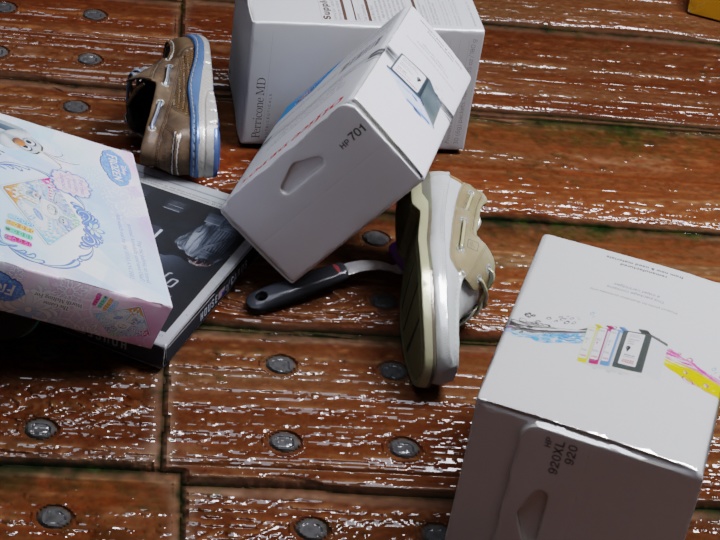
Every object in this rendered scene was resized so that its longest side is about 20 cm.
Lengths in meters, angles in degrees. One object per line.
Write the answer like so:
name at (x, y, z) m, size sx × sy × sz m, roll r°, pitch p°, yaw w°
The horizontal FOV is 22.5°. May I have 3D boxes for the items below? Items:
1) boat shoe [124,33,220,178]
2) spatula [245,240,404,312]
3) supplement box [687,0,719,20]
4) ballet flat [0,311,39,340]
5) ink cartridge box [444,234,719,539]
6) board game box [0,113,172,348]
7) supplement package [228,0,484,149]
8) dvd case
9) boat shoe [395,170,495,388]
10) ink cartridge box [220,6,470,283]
boat shoe at (-0.158, -0.144, 1.500) m, size 0.072 × 0.073 × 0.200 m, roll 1°, pitch 28°, yaw -11°
spatula at (0.000, 0.000, 1.390) m, size 0.198 × 0.021 × 0.057 m, roll -14°, pitch 46°, yaw -28°
supplement box at (0.461, -0.341, 1.872) m, size 0.195 × 0.134 × 0.200 m, roll 16°, pitch 36°, yaw 10°
ballet flat at (-0.313, -0.008, 1.287) m, size 0.199 × 0.068 × 0.068 m, roll 26°, pitch 82°, yaw 30°
ink cartridge box at (0.151, 0.104, 1.170) m, size 0.143 × 0.148 × 0.200 m, roll 16°, pitch 36°, yaw 10°
board game box at (-0.243, -0.042, 1.281) m, size 0.197 × 0.044 × 0.201 m, roll 16°, pitch 30°, yaw -26°
supplement package at (-0.008, -0.186, 1.560) m, size 0.198 × 0.122 × 0.120 m, roll 1°, pitch 36°, yaw -11°
dvd case at (-0.167, -0.011, 1.367) m, size 0.149 × 0.025 × 0.200 m, roll 19°, pitch 36°, yaw 14°
boat shoe at (0.066, 0.002, 1.343) m, size 0.068 × 0.075 × 0.201 m, roll 8°, pitch 49°, yaw -10°
ink cartridge box at (-0.008, -0.100, 1.394) m, size 0.086 × 0.146 × 0.200 m, roll 46°, pitch 29°, yaw -13°
